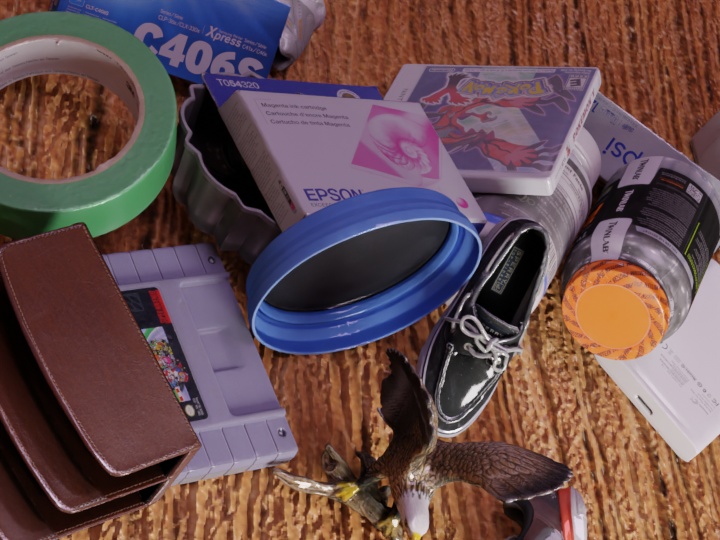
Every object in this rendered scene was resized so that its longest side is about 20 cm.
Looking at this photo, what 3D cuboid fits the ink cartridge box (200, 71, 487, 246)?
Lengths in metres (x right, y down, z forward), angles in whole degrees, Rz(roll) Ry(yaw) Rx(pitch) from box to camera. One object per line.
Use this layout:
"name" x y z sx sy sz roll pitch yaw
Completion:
"ink cartridge box" -0.014 -0.105 1.549 0.196 0.043 0.200 -1 50 -38

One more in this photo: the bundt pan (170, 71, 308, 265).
"bundt pan" -0.077 -0.075 1.562 0.201 0.076 0.202 21 37 -17

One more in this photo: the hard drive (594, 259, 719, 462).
"hard drive" 0.324 0.082 1.746 0.132 0.026 0.200 50 47 8

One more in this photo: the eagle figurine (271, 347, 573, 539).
"eagle figurine" 0.055 0.146 1.411 0.151 0.200 0.151 -5 62 -41

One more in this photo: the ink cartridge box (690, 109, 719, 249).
"ink cartridge box" 0.473 -0.102 1.889 0.199 0.147 0.147 9 55 -25

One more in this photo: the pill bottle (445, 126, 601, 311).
"pill bottle" 0.145 -0.052 1.672 0.114 0.114 0.200 37 46 -3

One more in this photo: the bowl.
"bowl" 0.000 0.000 1.484 0.200 0.201 0.040 -4 59 -34

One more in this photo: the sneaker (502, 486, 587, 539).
"sneaker" 0.144 0.270 1.487 0.081 0.077 0.201 2 52 2

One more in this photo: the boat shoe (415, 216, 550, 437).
"boat shoe" 0.107 0.050 1.535 0.073 0.068 0.200 30 91 -10

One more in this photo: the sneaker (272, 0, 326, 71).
"sneaker" -0.128 -0.259 1.682 0.199 0.076 0.092 28 52 -10

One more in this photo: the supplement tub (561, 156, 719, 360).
"supplement tub" 0.259 -0.011 1.692 0.122 0.123 0.200 38 38 -2

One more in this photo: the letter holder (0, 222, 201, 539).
"letter holder" -0.235 0.086 1.349 0.142 0.101 0.201 -17 68 -37

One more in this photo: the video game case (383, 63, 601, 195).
"video game case" 0.104 -0.133 1.677 0.199 0.023 0.183 4 40 22

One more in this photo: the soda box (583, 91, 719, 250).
"soda box" 0.282 -0.099 1.808 0.200 0.068 0.063 35 5 -5

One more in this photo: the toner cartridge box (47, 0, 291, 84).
"toner cartridge box" -0.170 -0.223 1.613 0.199 0.043 0.095 17 95 -21

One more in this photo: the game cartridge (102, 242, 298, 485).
"game cartridge" -0.141 0.071 1.463 0.129 0.038 0.201 -5 61 -39

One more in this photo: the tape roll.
"tape roll" -0.248 -0.118 1.476 0.199 0.048 0.201 3 57 -5
